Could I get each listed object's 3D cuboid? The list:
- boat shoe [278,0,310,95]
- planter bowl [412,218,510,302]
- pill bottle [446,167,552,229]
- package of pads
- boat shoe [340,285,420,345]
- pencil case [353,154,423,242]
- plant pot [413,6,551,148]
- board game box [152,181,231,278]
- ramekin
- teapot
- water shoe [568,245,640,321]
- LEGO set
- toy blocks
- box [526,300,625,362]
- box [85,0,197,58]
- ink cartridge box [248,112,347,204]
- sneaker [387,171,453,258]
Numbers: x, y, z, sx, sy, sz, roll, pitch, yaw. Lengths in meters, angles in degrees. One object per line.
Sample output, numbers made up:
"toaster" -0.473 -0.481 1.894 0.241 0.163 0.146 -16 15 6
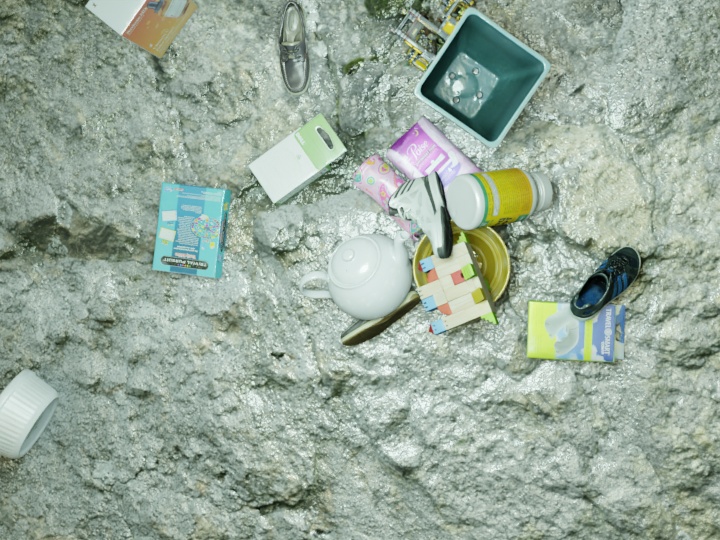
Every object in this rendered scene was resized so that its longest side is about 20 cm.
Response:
"boat shoe" -0.149 -0.488 1.757 0.072 0.065 0.200 1 92 8
"planter bowl" 0.214 -0.010 1.695 0.200 0.083 0.201 0 92 10
"pill bottle" 0.285 -0.149 1.628 0.200 0.113 0.113 -11 89 -28
"package of pads" 0.162 -0.219 1.704 0.200 0.076 0.121 45 95 6
"boat shoe" 0.037 0.092 1.741 0.200 0.073 0.065 -33 65 11
"pencil case" 0.074 -0.155 1.716 0.200 0.087 0.087 45 98 5
"plant pot" 0.228 -0.377 1.618 0.196 0.200 0.196 33 96 -6
"board game box" -0.381 -0.091 1.815 0.151 0.047 0.200 8 93 9
"ramekin" -0.769 0.333 1.823 0.094 0.202 0.202 30 96 -4
"teapot" 0.000 0.000 1.671 0.197 0.146 0.200 23 79 37
"water shoe" 0.502 0.021 1.622 0.071 0.079 0.200 37 76 22
"LEGO set" 0.139 -0.519 1.662 0.116 0.154 0.200 35 102 -6
"toy blocks" 0.180 0.039 1.620 0.137 0.100 0.200 -24 77 19
"box" 0.449 0.126 1.676 0.200 0.048 0.122 2 92 11
"box" -0.469 -0.572 1.743 0.106 0.200 0.152 40 98 7
"ink cartridge box" -0.133 -0.243 1.762 0.200 0.059 0.104 -35 86 9
"sneaker" 0.118 -0.099 1.618 0.115 0.076 0.201 -15 57 14
